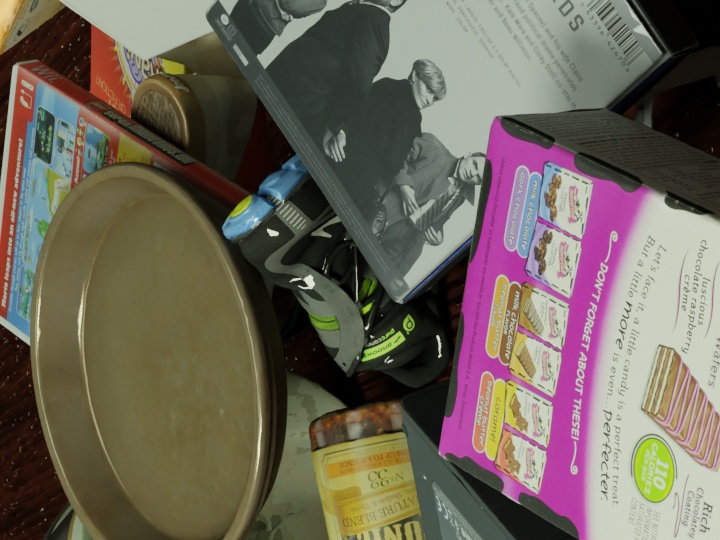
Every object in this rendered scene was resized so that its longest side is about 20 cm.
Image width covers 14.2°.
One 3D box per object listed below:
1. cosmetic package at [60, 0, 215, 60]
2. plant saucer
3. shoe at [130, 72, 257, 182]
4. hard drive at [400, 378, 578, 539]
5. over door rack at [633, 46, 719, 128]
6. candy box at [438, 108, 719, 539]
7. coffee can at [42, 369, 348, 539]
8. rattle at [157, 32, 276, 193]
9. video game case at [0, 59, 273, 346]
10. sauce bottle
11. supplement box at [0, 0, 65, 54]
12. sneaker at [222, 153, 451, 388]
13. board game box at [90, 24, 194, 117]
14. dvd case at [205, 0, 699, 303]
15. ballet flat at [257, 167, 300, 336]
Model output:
[{"bbox_3d":[-0.034,-0.177,1.217,0.200,0.071,0.102,-21,57,27],"label":"cosmetic package"},{"bbox_3d":[-0.094,0.048,1.361,0.200,0.029,0.200,12,106,52],"label":"plant saucer"},{"bbox_3d":[-0.095,-0.012,1.453,0.070,0.053,0.200,39,129,30],"label":"shoe"},{"bbox_3d":[0.071,0.164,1.259,0.140,0.033,0.200,-133,27,-54],"label":"hard drive"},{"bbox_3d":[0.116,0.035,1.114,0.200,0.067,0.148,107,145,-47],"label":"over door rack"},{"bbox_3d":[0.120,0.037,1.003,0.200,0.061,0.137,30,119,45],"label":"candy box"},{"bbox_3d":[-0.082,0.148,1.531,0.200,0.146,0.147,131,126,-62],"label":"coffee can"},{"bbox_3d":[-0.071,-0.157,1.482,0.200,0.130,0.143,72,-179,-52],"label":"rattle"},{"bbox_3d":[-0.115,-0.002,1.420,0.200,0.017,0.143,32,123,40],"label":"video game case"},{"bbox_3d":[0.025,0.162,1.391,0.066,0.066,0.200,150,107,-66],"label":"sauce bottle"},{"bbox_3d":[-0.159,-0.196,1.456,0.126,0.073,0.200,-61,-1,21],"label":"supplement box"},{"bbox_3d":[0.000,0.000,1.311,0.083,0.071,0.200,52,-178,26],"label":"sneaker"},{"bbox_3d":[-0.107,-0.134,1.620,0.153,0.040,0.200,-132,39,-53],"label":"board game box"},{"bbox_3d":[0.029,-0.095,1.131,0.150,0.025,0.200,57,138,9],"label":"dvd case"},{"bbox_3d":[-0.056,-0.007,1.505,0.200,0.072,0.068,138,122,-64],"label":"ballet flat"}]
